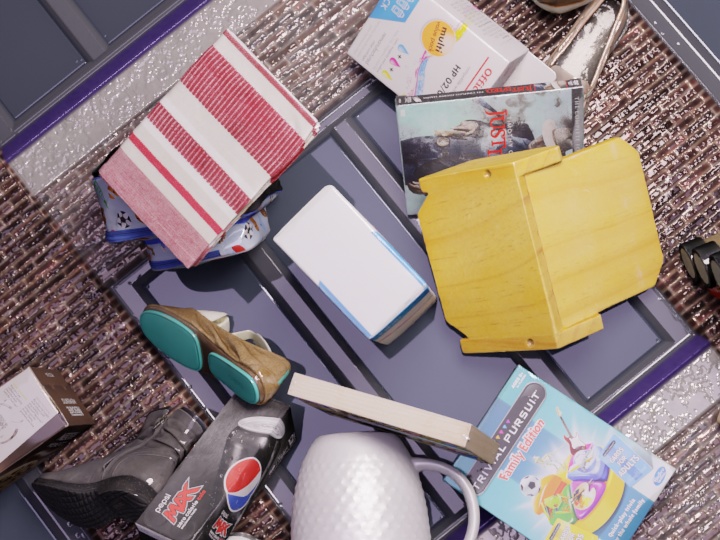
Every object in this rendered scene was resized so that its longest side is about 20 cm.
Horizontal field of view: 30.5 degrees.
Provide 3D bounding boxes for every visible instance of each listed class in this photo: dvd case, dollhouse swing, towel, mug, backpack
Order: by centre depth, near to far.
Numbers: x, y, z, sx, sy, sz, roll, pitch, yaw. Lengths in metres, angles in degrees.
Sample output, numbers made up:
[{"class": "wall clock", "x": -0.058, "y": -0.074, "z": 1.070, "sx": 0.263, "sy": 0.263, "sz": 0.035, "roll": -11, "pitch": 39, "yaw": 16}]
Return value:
[{"class": "towel", "x": -0.151, "y": -0.120, "z": 1.313, "sx": 0.200, "sy": 0.023, "sz": 0.144, "roll": -46, "pitch": 79, "yaw": 11}, {"class": "mug", "x": 0.025, "y": 0.260, "z": 1.382, "sx": 0.200, "sy": 0.148, "sz": 0.176, "roll": -4, "pitch": 76, "yaw": 4}, {"class": "backpack", "x": -0.189, "y": -0.083, "z": 1.428, "sx": 0.190, "sy": 0.200, "sz": 0.154, "roll": -4, "pitch": 96, "yaw": 7}, {"class": "dollhouse swing", "x": 0.197, "y": -0.037, "z": 1.431, "sx": 0.182, "sy": 0.176, "sz": 0.200, "roll": -6, "pitch": 104, "yaw": 43}, {"class": "dvd case", "x": 0.143, "y": -0.133, "z": 1.435, "sx": 0.200, "sy": 0.022, "sz": 0.146, "roll": -6, "pitch": 127, "yaw": 2}]

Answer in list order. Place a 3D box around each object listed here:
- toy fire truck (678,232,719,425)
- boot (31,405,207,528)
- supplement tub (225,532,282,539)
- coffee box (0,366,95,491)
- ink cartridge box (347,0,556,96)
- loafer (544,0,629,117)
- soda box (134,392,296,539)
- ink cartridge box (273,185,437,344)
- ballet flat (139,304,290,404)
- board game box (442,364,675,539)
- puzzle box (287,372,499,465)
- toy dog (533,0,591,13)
[{"class": "toy fire truck", "x": 0.411, "y": 0.058, "z": 1.372, "sx": 0.129, "sy": 0.176, "sz": 0.200, "roll": -23, "pitch": 97, "yaw": 1}, {"class": "boot", "x": -0.259, "y": 0.211, "z": 1.443, "sx": 0.200, "sy": 0.070, "sz": 0.132, "roll": -4, "pitch": 39, "yaw": 38}, {"class": "supplement tub", "x": -0.176, "y": 0.344, "z": 1.398, "sx": 0.200, "sy": 0.123, "sz": 0.123, "roll": -7, "pitch": 83, "yaw": 3}, {"class": "coffee box", "x": -0.403, "y": 0.194, "z": 1.437, "sx": 0.200, "sy": 0.113, "sz": 0.080, "roll": -36, "pitch": 82, "yaw": 0}, {"class": "ink cartridge box", "x": 0.100, "y": -0.227, "z": 1.447, "sx": 0.200, "sy": 0.068, "sz": 0.115, "roll": 40, "pitch": 122, "yaw": 8}, {"class": "loafer", "x": 0.237, "y": -0.225, "z": 1.464, "sx": 0.072, "sy": 0.063, "sz": 0.200, "roll": 28, "pitch": 86, "yaw": 7}, {"class": "soda box", "x": -0.147, "y": 0.219, "z": 1.385, "sx": 0.071, "sy": 0.063, "sz": 0.200, "roll": 18, "pitch": 51, "yaw": 23}, {"class": "ink cartridge box", "x": 0.000, "y": 0.000, "z": 1.388, "sx": 0.085, "sy": 0.200, "sz": 0.145, "roll": -44, "pitch": 82, "yaw": 2}, {"class": "ballet flat", "x": -0.153, "y": 0.081, "z": 1.446, "sx": 0.200, "sy": 0.068, "sz": 0.072, "roll": 24, "pitch": 41, "yaw": 35}, {"class": "board game box", "x": 0.212, "y": 0.220, "z": 1.422, "sx": 0.200, "sy": 0.047, "sz": 0.151, "roll": 33, "pitch": 87, "yaw": 7}, {"class": "puzzle box", "x": 0.037, "y": 0.155, "z": 1.374, "sx": 0.200, "sy": 0.133, "sz": 0.025, "roll": 14, "pitch": 79, "yaw": 22}, {"class": "toy dog", "x": 0.201, "y": -0.382, "z": 1.451, "sx": 0.194, "sy": 0.140, "sz": 0.200, "roll": -28, "pitch": 82, "yaw": 14}]
